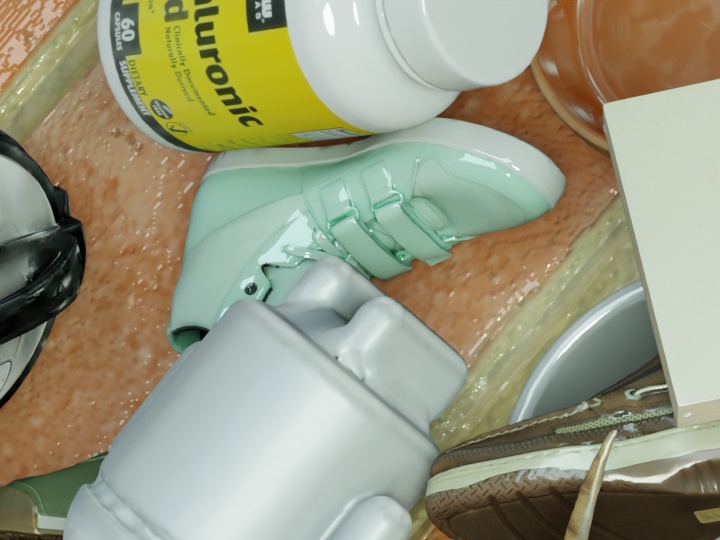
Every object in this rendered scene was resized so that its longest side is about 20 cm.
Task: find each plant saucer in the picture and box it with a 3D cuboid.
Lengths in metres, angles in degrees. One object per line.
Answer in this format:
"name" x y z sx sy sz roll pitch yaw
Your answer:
"plant saucer" 0.171 -0.131 1.347 0.200 0.032 0.201 -13 59 22

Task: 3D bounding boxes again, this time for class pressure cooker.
"pressure cooker" -0.241 -0.005 1.415 0.200 0.179 0.176 23 74 36

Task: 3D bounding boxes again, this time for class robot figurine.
"robot figurine" -0.045 0.093 1.230 0.200 0.113 0.170 -50 39 -1

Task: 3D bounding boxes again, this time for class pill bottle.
"pill bottle" -0.016 -0.114 1.320 0.200 0.111 0.111 -5 62 45

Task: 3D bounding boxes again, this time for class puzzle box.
"puzzle box" 0.204 -0.022 1.140 0.200 0.025 0.133 -11 65 0

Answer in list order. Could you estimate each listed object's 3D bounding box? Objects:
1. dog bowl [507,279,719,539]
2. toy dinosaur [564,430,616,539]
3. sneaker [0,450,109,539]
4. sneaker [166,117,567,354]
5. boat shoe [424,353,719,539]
"dog bowl" 0.148 0.086 1.229 0.200 0.059 0.200 -13 60 23
"toy dinosaur" 0.069 0.156 1.156 0.060 0.200 0.106 -16 68 -20
"sneaker" -0.069 0.094 1.338 0.200 0.067 0.090 4 70 23
"sneaker" 0.000 0.000 1.343 0.200 0.074 0.118 -7 55 37
"boat shoe" 0.126 0.066 1.176 0.202 0.075 0.075 -6 56 14
